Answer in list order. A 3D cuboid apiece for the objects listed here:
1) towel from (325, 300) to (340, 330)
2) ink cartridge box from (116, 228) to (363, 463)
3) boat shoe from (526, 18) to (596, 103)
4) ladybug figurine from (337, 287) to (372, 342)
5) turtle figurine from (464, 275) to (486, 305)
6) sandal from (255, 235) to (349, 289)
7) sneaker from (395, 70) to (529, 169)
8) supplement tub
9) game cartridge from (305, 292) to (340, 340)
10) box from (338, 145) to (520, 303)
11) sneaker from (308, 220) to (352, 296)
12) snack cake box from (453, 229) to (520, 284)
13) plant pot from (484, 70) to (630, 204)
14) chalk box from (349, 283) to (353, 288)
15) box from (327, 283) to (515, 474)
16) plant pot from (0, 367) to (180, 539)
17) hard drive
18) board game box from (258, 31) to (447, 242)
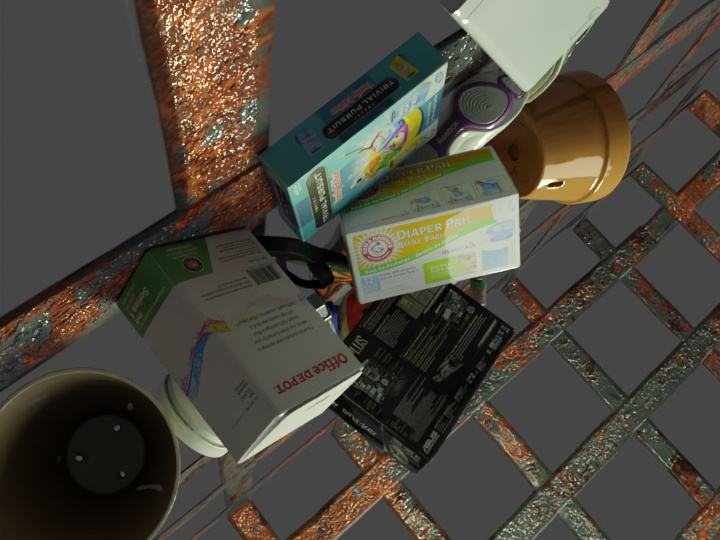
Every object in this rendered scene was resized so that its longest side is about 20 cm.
[{"bbox_3d":[-0.109,0.102,1.189,0.147,0.050,0.200,-42,165,12],"label":"towel"},{"bbox_3d":[-0.115,0.066,0.726,0.084,0.200,0.144,-50,164,30],"label":"ink cartridge box"},{"bbox_3d":[0.244,-0.287,0.917,0.067,0.072,0.201,-28,159,-32],"label":"boat shoe"},{"bbox_3d":[0.049,0.072,1.083,0.199,0.136,0.072,-22,-158,29],"label":"ladybug figurine"},{"bbox_3d":[0.181,-0.051,1.154,0.149,0.100,0.202,-3,98,-63],"label":"turtle figurine"},{"bbox_3d":[-0.071,-0.005,0.896,0.200,0.075,0.049,17,76,-67],"label":"sandal"},{"bbox_3d":[0.127,-0.182,0.951,0.199,0.075,0.100,-38,177,11],"label":"sneaker"},{"bbox_3d":[-0.145,0.121,0.928,0.200,0.146,0.145,-44,166,10],"label":"supplement tub"},{"bbox_3d":[-0.092,0.117,1.100,0.129,0.039,0.201,-27,151,-7],"label":"game cartridge"},{"bbox_3d":[0.076,-0.054,0.867,0.198,0.102,0.113,-14,131,-1],"label":"box"},{"bbox_3d":[0.000,0.000,1.030,0.077,0.112,0.200,-31,162,-37],"label":"sneaker"},{"bbox_3d":[0.182,-0.052,1.367,0.199,0.068,0.115,-36,-159,-22],"label":"snack cake box"},{"bbox_3d":[0.281,-0.190,1.113,0.139,0.201,0.201,-15,155,-26],"label":"plant pot"},{"bbox_3d":[0.062,0.004,1.190,0.125,0.124,0.200,-47,166,17],"label":"chalk box"},{"bbox_3d":[0.064,0.112,0.903,0.200,0.163,0.086,-51,172,-25],"label":"box"},{"bbox_3d":[-0.282,0.202,0.781,0.187,0.188,0.200,-38,180,-15],"label":"plant pot"},{"bbox_3d":[0.175,-0.274,0.757,0.132,0.027,0.199,-47,151,17],"label":"hard drive"},{"bbox_3d":[-0.003,-0.130,0.764,0.200,0.047,0.151,-40,166,-10],"label":"board game box"}]
